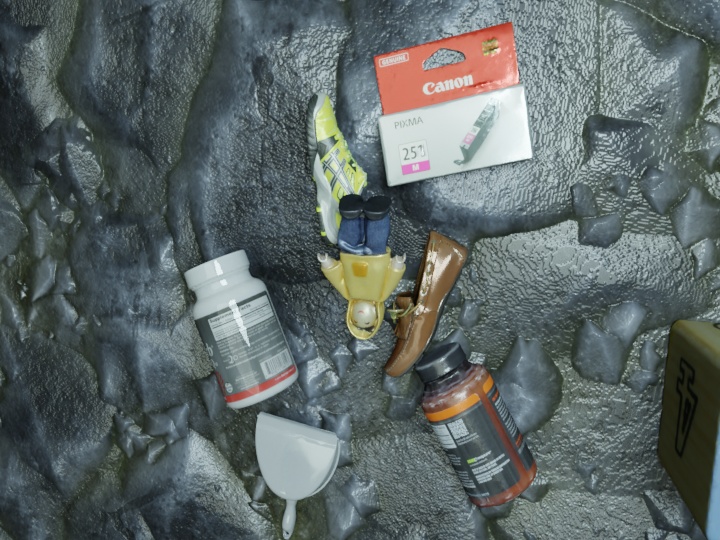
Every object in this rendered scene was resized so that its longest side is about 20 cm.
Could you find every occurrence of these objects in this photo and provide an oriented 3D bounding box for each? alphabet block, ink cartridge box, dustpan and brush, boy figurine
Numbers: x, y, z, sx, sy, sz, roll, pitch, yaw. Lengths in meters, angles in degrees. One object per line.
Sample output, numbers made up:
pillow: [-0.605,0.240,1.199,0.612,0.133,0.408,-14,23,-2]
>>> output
alphabet block: [0.468,0.180,0.682,0.189,0.200,0.203,6,99,13]
ink cartridge box: [0.118,-0.217,0.791,0.194,0.044,0.179,-9,97,15]
dustpan and brush: [-0.105,0.325,0.925,0.136,0.057,0.206,12,94,13]
boy figurine: [0.000,0.000,0.813,0.120,0.065,0.205,6,119,7]

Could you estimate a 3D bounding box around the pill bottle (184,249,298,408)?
pill bottle: [-0.174,0.082,0.868,0.113,0.116,0.205,-20,92,15]

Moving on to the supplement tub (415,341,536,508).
supplement tub: [0.150,0.202,0.811,0.105,0.107,0.204,-27,91,16]

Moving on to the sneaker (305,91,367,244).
sneaker: [-0.030,-0.142,0.829,0.074,0.076,0.206,-8,106,7]

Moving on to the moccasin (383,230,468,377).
moccasin: [0.075,0.048,0.817,0.076,0.074,0.206,22,103,-5]
